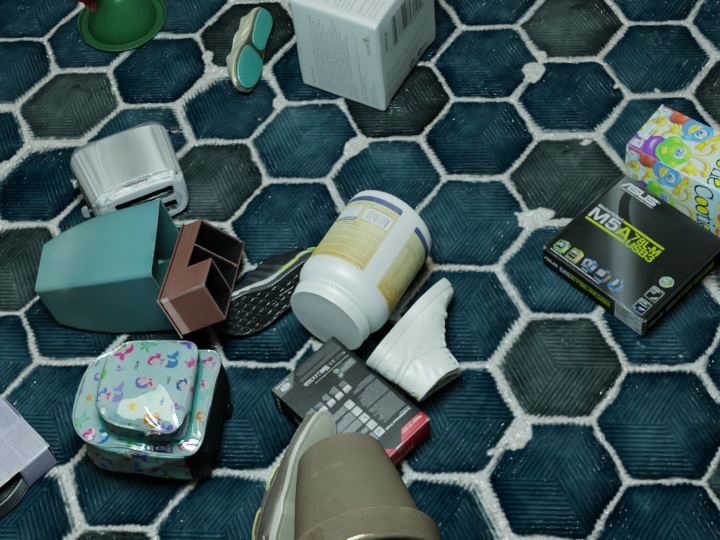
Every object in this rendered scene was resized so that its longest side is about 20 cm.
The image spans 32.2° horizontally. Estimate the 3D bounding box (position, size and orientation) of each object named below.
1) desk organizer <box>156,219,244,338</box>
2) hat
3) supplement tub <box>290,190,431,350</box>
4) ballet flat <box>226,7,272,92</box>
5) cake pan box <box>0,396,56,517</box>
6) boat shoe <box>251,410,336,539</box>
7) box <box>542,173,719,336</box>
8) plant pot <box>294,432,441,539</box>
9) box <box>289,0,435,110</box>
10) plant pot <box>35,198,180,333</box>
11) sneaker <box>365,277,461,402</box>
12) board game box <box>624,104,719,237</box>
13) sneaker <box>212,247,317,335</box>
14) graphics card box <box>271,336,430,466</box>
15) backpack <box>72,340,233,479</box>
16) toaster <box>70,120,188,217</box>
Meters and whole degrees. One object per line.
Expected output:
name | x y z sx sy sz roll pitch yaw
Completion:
desk organizer | -0.231 0.001 1.831 0.076 0.072 0.201 -19 32 17
hat | -0.444 -0.507 2.225 0.164 0.177 0.201 -20 53 -9
supplement tub | 0.000 0.000 1.804 0.143 0.145 0.201 22 58 22
ballet flat | -0.202 -0.379 2.183 0.062 0.068 0.202 -15 43 32
cake pan box | -0.549 0.263 1.737 0.199 0.053 0.184 35 66 29
boat shoe | -0.089 0.277 1.635 0.059 0.072 0.202 -1 64 44
box | 0.402 -0.026 1.835 0.193 0.048 0.200 -40 59 -18
plant pot | -0.010 0.303 1.541 0.197 0.201 0.176 -15 52 -4
box | 0.008 -0.420 2.089 0.170 0.201 0.200 22 59 20
plant pot | -0.372 0.006 1.860 0.197 0.142 0.143 -9 51 11
sneaker | 0.103 0.105 1.770 0.115 0.074 0.200 38 51 7
board game box | 0.507 -0.143 1.872 0.199 0.106 0.103 32 63 28
sneaker | -0.140 0.028 1.866 0.198 0.072 0.083 -28 30 -15
graphics card box | -0.014 0.195 1.718 0.125 0.051 0.199 -40 60 -21
backpack | -0.293 0.187 1.707 0.197 0.151 0.179 0 54 13
toaster | -0.357 -0.146 1.986 0.198 0.114 0.130 -21 57 -11
